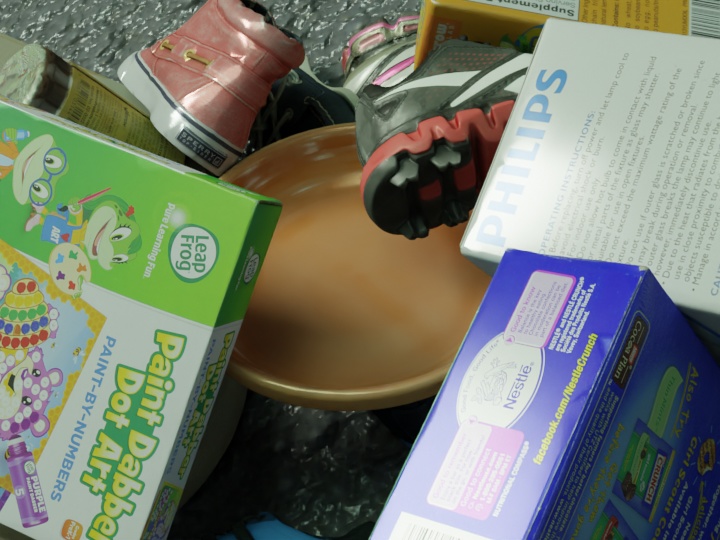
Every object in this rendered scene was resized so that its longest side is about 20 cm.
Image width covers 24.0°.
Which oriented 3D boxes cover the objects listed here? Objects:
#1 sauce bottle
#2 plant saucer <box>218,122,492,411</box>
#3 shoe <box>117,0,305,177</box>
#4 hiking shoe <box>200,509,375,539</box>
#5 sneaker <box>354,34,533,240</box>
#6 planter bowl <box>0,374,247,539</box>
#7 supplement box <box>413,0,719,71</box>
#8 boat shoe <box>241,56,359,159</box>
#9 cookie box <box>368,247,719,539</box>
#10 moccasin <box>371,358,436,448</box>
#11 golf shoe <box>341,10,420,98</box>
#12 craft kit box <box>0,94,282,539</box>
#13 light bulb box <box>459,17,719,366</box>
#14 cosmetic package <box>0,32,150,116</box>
[{"bbox_3d":[-0.130,-0.056,1.004,0.064,0.200,0.065,-31,41,31],"label":"sauce bottle"},{"bbox_3d":[0.000,0.000,0.909,0.198,0.038,0.201,-3,47,3],"label":"plant saucer"},{"bbox_3d":[-0.087,-0.124,1.020,0.091,0.071,0.200,-52,21,5],"label":"shoe"},{"bbox_3d":[-0.068,0.168,0.884,0.198,0.075,0.087,4,49,19],"label":"hiking shoe"},{"bbox_3d":[0.085,-0.089,0.908,0.199,0.071,0.098,-18,50,-8],"label":"sneaker"},{"bbox_3d":[-0.182,0.050,0.989,0.199,0.135,0.201,-15,49,18],"label":"planter bowl"},{"bbox_3d":[0.132,-0.134,0.956,0.198,0.067,0.069,11,54,0],"label":"supplement box"},{"bbox_3d":[-0.047,-0.098,1.070,0.061,0.075,0.200,-2,35,-27],"label":"boat shoe"},{"bbox_3d":[0.099,0.116,0.723,0.075,0.200,0.172,11,65,39],"label":"cookie box"},{"bbox_3d":[0.004,0.013,0.965,0.080,0.068,0.200,-38,45,-4],"label":"moccasin"},{"bbox_3d":[0.080,-0.128,1.043,0.199,0.073,0.093,-22,51,26],"label":"golf shoe"},{"bbox_3d":[-0.162,0.026,0.858,0.196,0.048,0.202,20,95,13],"label":"craft kit box"},{"bbox_3d":[0.186,-0.007,0.777,0.199,0.198,0.126,14,75,37],"label":"light bulb box"},{"bbox_3d":[-0.206,-0.078,1.051,0.105,0.199,0.071,-52,41,18],"label":"cosmetic package"}]
